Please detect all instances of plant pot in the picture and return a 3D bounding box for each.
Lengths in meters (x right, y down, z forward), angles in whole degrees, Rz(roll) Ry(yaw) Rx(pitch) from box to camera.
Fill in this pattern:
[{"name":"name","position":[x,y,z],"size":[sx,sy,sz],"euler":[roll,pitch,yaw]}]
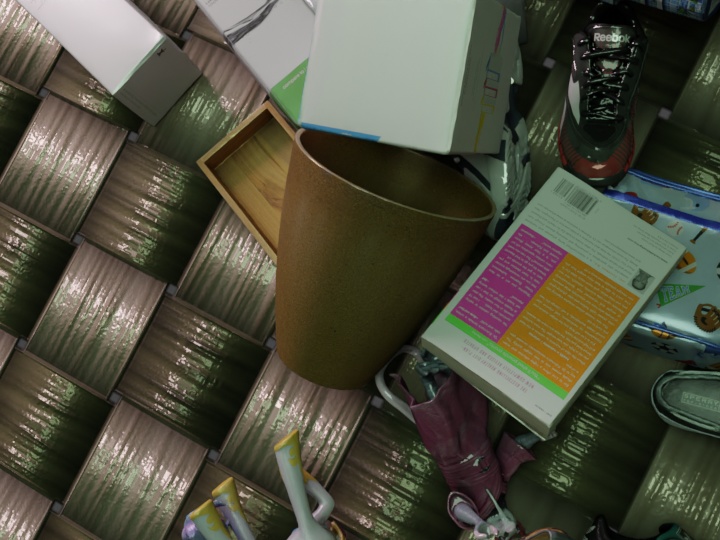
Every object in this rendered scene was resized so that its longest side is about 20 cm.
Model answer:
[{"name":"plant pot","position":[0.000,0.000,0.939],"size":[0.186,0.186,0.201],"euler":[26,111,16]}]

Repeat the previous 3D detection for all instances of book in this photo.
[{"name":"book","position":[0.163,0.022,0.886],"size":[0.133,0.048,0.200],"euler":[36,75,18]}]

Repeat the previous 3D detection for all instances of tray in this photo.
[{"name":"tray","position":[-0.068,-0.065,1.060],"size":[0.099,0.037,0.200],"euler":[-40,73,3]}]

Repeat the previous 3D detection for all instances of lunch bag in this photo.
[{"name":"lunch bag","position":[0.270,-0.010,0.949],"size":[0.199,0.076,0.161],"euler":[20,75,14]}]

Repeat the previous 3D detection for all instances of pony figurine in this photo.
[{"name":"pony figurine","position":[-0.067,0.276,0.939],"size":[0.193,0.166,0.200],"euler":[-37,91,-23]}]

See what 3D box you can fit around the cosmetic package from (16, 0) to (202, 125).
[{"name":"cosmetic package","position":[-0.274,-0.258,1.106],"size":[0.085,0.108,0.200],"euler":[-46,72,1]}]

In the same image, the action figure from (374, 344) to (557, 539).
[{"name":"action figure","position":[0.088,0.170,0.946],"size":[0.149,0.134,0.201],"euler":[-9,107,49]}]

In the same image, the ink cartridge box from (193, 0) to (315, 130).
[{"name":"ink cartridge box","position":[-0.071,-0.215,1.031],"size":[0.084,0.146,0.200],"euler":[-38,75,2]}]

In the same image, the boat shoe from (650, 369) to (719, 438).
[{"name":"boat shoe","position":[0.356,0.123,0.911],"size":[0.198,0.068,0.074],"euler":[16,83,15]}]

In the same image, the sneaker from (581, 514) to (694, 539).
[{"name":"sneaker","position":[0.287,0.263,0.899],"size":[0.199,0.071,0.080],"euler":[9,86,16]}]

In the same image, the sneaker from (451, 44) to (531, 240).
[{"name":"sneaker","position":[0.091,-0.127,1.018],"size":[0.129,0.079,0.200],"euler":[-3,97,28]}]

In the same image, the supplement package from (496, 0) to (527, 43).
[{"name":"supplement package","position":[0.088,-0.324,1.031],"size":[0.116,0.117,0.201],"euler":[-11,77,9]}]

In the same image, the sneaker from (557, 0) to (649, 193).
[{"name":"sneaker","position":[0.221,-0.167,0.952],"size":[0.070,0.098,0.201],"euler":[8,59,12]}]

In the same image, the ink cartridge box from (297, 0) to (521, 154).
[{"name":"ink cartridge box","position":[0.051,-0.169,0.882],"size":[0.128,0.200,0.126],"euler":[12,100,18]}]

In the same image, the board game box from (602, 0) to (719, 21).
[{"name":"board game box","position":[0.261,-0.309,0.982],"size":[0.199,0.062,0.200],"euler":[24,51,24]}]

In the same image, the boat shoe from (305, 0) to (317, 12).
[{"name":"boat shoe","position":[-0.028,-0.288,1.078],"size":[0.066,0.072,0.200],"euler":[-42,65,7]}]

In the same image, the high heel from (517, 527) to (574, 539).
[{"name":"high heel","position":[0.088,0.275,0.888],"size":[0.199,0.143,0.072],"euler":[-14,47,-7]}]
